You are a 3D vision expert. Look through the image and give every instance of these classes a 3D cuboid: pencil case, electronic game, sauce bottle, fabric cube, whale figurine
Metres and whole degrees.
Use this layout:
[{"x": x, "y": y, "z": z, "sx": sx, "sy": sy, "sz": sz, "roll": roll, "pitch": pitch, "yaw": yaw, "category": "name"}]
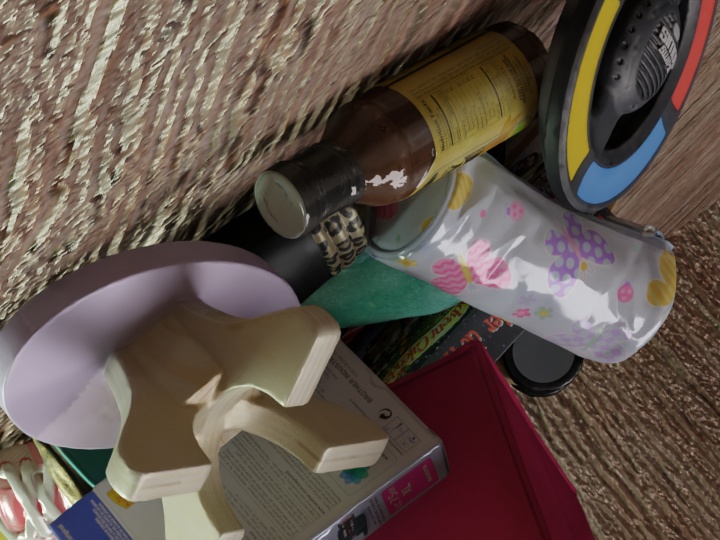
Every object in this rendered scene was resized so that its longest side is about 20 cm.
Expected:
[{"x": 0.098, "y": -0.013, "z": 1.521, "sx": 0.199, "sy": 0.083, "sz": 0.091, "roll": 23, "pitch": 125, "yaw": -32, "category": "pencil case"}, {"x": 0.160, "y": -0.129, "z": 1.471, "sx": 0.200, "sy": 0.041, "sz": 0.201, "roll": -45, "pitch": 147, "yaw": -40, "category": "electronic game"}, {"x": 0.024, "y": -0.076, "z": 1.405, "sx": 0.200, "sy": 0.065, "sz": 0.065, "roll": -30, "pitch": 170, "yaw": -35, "category": "sauce bottle"}, {"x": 0.046, "y": 0.202, "z": 1.510, "sx": 0.196, "sy": 0.200, "sz": 0.200, "roll": -26, "pitch": 139, "yaw": 9, "category": "fabric cube"}, {"x": 0.000, "y": 0.000, "z": 1.603, "sx": 0.200, "sy": 0.104, "sz": 0.159, "roll": -35, "pitch": 173, "yaw": 2, "category": "whale figurine"}]

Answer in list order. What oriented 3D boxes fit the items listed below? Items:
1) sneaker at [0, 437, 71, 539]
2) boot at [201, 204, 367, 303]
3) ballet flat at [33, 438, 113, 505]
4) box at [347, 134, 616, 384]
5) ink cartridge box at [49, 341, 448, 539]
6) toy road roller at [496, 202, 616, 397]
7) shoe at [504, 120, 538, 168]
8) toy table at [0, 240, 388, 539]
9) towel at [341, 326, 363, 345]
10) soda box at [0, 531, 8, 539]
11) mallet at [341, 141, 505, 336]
[{"x": -0.168, "y": 0.142, "z": 1.612, "sx": 0.104, "sy": 0.076, "sz": 0.200, "roll": -22, "pitch": -165, "yaw": -39, "category": "sneaker"}, {"x": -0.067, "y": 0.021, "z": 1.503, "sx": 0.153, "sy": 0.074, "sz": 0.204, "roll": -35, "pitch": 165, "yaw": -8, "category": "boot"}, {"x": -0.134, "y": 0.146, "z": 1.514, "sx": 0.070, "sy": 0.200, "sz": 0.071, "roll": -24, "pitch": 142, "yaw": -21, "category": "ballet flat"}, {"x": 0.077, "y": 0.012, "z": 1.667, "sx": 0.200, "sy": 0.038, "sz": 0.137, "roll": -48, "pitch": -162, "yaw": 7, "category": "box"}, {"x": -0.064, "y": 0.128, "z": 1.432, "sx": 0.200, "sy": 0.119, "sz": 0.042, "roll": -35, "pitch": 142, "yaw": -14, "category": "ink cartridge box"}, {"x": 0.097, "y": -0.005, "z": 1.790, "sx": 0.123, "sy": 0.145, "sz": 0.201, "roll": 60, "pitch": 43, "yaw": -85, "category": "toy road roller"}, {"x": 0.119, "y": -0.086, "z": 1.872, "sx": 0.200, "sy": 0.053, "sz": 0.070, "roll": -40, "pitch": 141, "yaw": -5, "category": "shoe"}, {"x": -0.086, "y": 0.070, "z": 1.346, "sx": 0.199, "sy": 0.117, "sz": 0.184, "roll": -15, "pitch": 137, "yaw": -38, "category": "toy table"}, {"x": -0.007, "y": 0.019, "z": 1.796, "sx": 0.200, "sy": 0.022, "sz": 0.145, "roll": -60, "pitch": 165, "yaw": 27, "category": "towel"}, {"x": -0.170, "y": 0.210, "z": 1.711, "sx": 0.064, "sy": 0.200, "sz": 0.068, "roll": -33, "pitch": 155, "yaw": -26, "category": "soda box"}, {"x": 0.030, "y": -0.017, "z": 1.714, "sx": 0.200, "sy": 0.041, "sz": 0.066, "roll": -52, "pitch": 172, "yaw": -1, "category": "mallet"}]
